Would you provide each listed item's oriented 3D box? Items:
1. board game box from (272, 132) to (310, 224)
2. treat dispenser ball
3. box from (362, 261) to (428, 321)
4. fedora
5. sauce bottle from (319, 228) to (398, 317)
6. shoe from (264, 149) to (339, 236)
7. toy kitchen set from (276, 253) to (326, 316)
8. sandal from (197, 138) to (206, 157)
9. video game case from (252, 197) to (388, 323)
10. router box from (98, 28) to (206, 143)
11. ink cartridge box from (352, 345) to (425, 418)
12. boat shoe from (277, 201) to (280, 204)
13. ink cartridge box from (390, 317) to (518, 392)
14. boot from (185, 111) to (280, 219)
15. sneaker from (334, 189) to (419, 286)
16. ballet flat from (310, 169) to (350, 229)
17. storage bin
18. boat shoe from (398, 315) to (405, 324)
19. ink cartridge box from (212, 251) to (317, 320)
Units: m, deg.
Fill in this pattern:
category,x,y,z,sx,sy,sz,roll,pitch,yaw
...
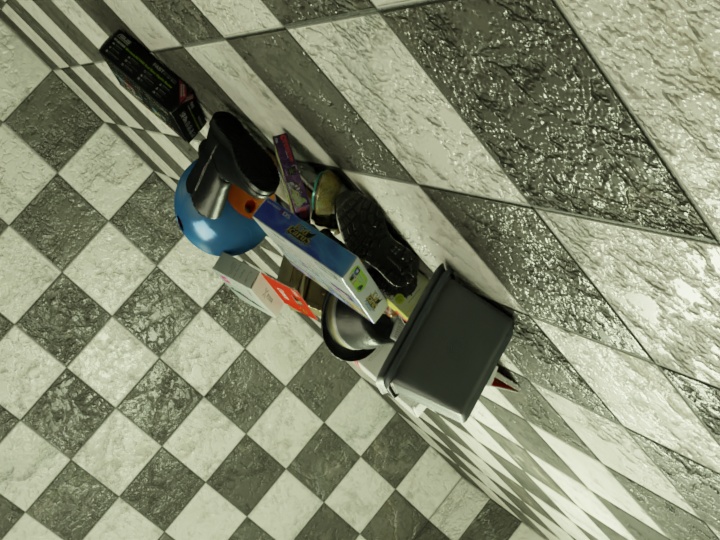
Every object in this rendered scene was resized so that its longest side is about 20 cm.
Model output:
category,x,y,z,sx,sy,sz,roll,pitch,yaw
board game box,-0.110,-0.136,1.516,0.200,0.032,0.123,107,150,-81
treat dispenser ball,-0.260,-0.129,1.804,0.200,0.202,0.201,40,171,8
box,0.086,0.044,1.539,0.199,0.076,0.050,42,171,-2
fedora,0.017,0.090,1.752,0.091,0.202,0.201,16,156,42
sauce bottle,0.000,0.000,1.623,0.199,0.066,0.066,40,171,22
shoe,-0.116,-0.127,1.666,0.200,0.054,0.070,45,171,-13
toy kitchen set,-0.061,-0.005,1.911,0.177,0.166,0.200,11,165,8
sandal,-0.265,-0.186,1.931,0.200,0.076,0.048,44,141,-13
video game case,-0.061,-0.015,1.489,0.199,0.046,0.182,34,169,28
router box,-0.395,-0.351,1.791,0.199,0.062,0.150,41,170,10
ink cartridge box,0.087,0.181,1.926,0.199,0.146,0.085,39,170,23
boat shoe,-0.182,-0.114,2.052,0.060,0.075,0.200,-1,171,-14
ink cartridge box,0.176,0.154,1.700,0.171,0.044,0.199,15,-171,-40
boot,-0.225,-0.149,1.616,0.201,0.075,0.169,53,133,27
sneaker,0.006,-0.055,1.434,0.087,0.076,0.200,40,172,50
ballet flat,-0.041,-0.106,1.449,0.070,0.071,0.200,41,170,4
storage bin,0.131,0.121,1.363,0.133,0.202,0.146,28,168,17
boat shoe,0.088,0.063,1.653,0.199,0.062,0.075,36,171,42
ink cartridge box,-0.182,0.049,1.822,0.171,0.044,0.200,28,168,18
